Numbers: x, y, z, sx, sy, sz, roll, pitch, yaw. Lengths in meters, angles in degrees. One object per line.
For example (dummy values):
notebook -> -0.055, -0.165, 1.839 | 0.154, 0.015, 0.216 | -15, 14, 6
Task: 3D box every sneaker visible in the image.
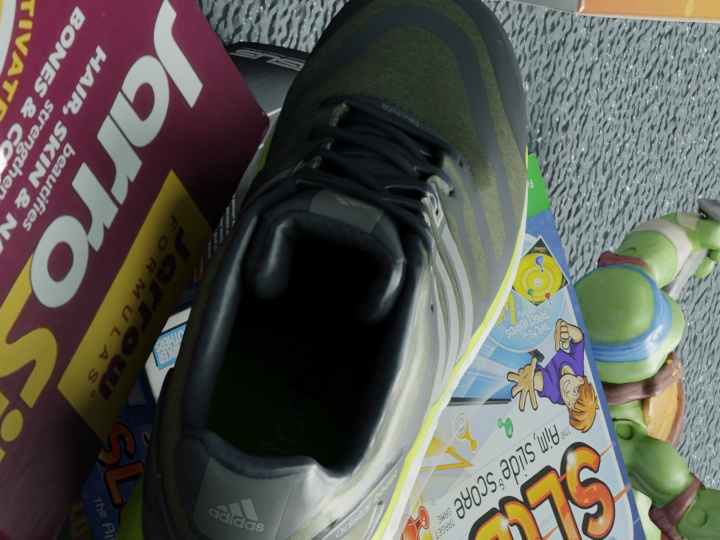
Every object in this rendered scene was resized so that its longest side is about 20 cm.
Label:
sneaker -> 0.000, 0.000, 0.629 | 0.081, 0.074, 0.200 | 104, 2, -53

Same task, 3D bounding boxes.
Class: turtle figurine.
turtle figurine -> 0.128, 0.053, 0.951 | 0.200, 0.144, 0.194 | -33, 157, -23

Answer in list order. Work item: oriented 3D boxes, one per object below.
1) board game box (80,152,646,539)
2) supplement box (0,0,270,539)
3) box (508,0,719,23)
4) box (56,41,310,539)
board game box -> 0.005, 0.056, 0.742 | 0.200, 0.034, 0.136 | -26, 102, -54
supplement box -> -0.118, -0.043, 0.560 | 0.131, 0.103, 0.200 | -65, 150, -21
box -> 0.082, -0.148, 0.869 | 0.200, 0.097, 0.125 | -8, 109, -59
box -> -0.061, 0.052, 0.759 | 0.158, 0.048, 0.201 | -29, 127, -52
